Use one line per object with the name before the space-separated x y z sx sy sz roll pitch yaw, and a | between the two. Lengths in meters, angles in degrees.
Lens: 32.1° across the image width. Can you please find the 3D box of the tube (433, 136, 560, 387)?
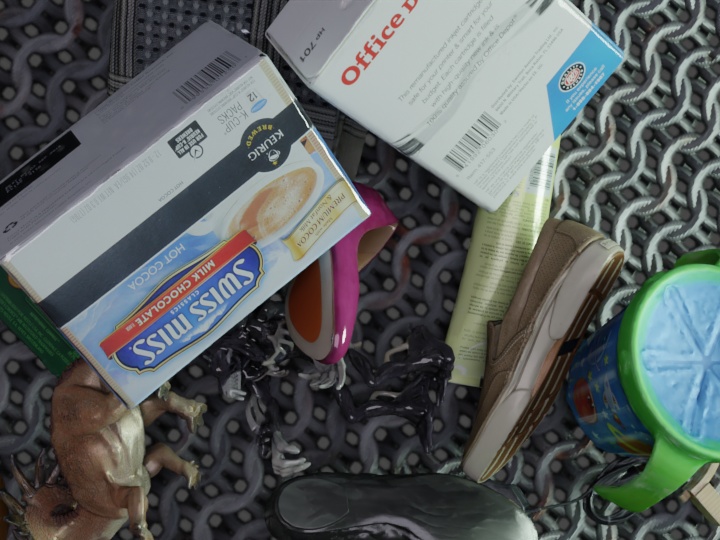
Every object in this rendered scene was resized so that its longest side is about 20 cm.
tube | 0.108 -0.010 0.943 0.058 0.052 0.202 10 91 33

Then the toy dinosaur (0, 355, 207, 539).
toy dinosaur | -0.186 0.121 0.862 0.134 0.086 0.202 3 88 18

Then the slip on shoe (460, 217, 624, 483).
slip on shoe | 0.118 0.057 0.907 0.060 0.076 0.201 32 106 23

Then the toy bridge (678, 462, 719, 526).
toy bridge | 0.319 0.109 0.969 0.200 0.027 0.067 -42 90 -7

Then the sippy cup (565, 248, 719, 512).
sippy cup | 0.218 0.077 0.898 0.177 0.130 0.140 -25 85 -25

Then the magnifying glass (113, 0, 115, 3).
magnifying glass | -0.096 -0.165 0.934 0.199 0.022 0.080 37 80 -6

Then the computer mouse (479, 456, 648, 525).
computer mouse | 0.135 0.178 0.942 0.198 0.034 0.059 -12 79 -9

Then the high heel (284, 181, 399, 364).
high heel | 0.000 0.000 0.859 0.096 0.201 0.068 21 126 -22

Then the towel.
towel | -0.077 -0.159 0.881 0.198 0.035 0.194 10 119 -4

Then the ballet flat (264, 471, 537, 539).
ballet flat | 0.030 0.178 0.896 0.198 0.057 0.067 9 67 -7

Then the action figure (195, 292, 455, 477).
action figure | -0.036 0.076 0.885 0.198 0.103 0.119 9 131 -12

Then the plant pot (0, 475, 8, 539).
plant pot | -0.343 0.177 0.807 0.198 0.183 0.202 0 87 -7

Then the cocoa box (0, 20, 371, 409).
cocoa box | -0.121 -0.039 0.799 0.200 0.133 0.132 -39 119 -6

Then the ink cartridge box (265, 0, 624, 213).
ink cartridge box | 0.060 -0.151 0.841 0.199 0.086 0.147 30 106 -40

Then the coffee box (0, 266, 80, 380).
coffee box | -0.168 -0.022 0.887 0.200 0.044 0.123 -42 115 -4
